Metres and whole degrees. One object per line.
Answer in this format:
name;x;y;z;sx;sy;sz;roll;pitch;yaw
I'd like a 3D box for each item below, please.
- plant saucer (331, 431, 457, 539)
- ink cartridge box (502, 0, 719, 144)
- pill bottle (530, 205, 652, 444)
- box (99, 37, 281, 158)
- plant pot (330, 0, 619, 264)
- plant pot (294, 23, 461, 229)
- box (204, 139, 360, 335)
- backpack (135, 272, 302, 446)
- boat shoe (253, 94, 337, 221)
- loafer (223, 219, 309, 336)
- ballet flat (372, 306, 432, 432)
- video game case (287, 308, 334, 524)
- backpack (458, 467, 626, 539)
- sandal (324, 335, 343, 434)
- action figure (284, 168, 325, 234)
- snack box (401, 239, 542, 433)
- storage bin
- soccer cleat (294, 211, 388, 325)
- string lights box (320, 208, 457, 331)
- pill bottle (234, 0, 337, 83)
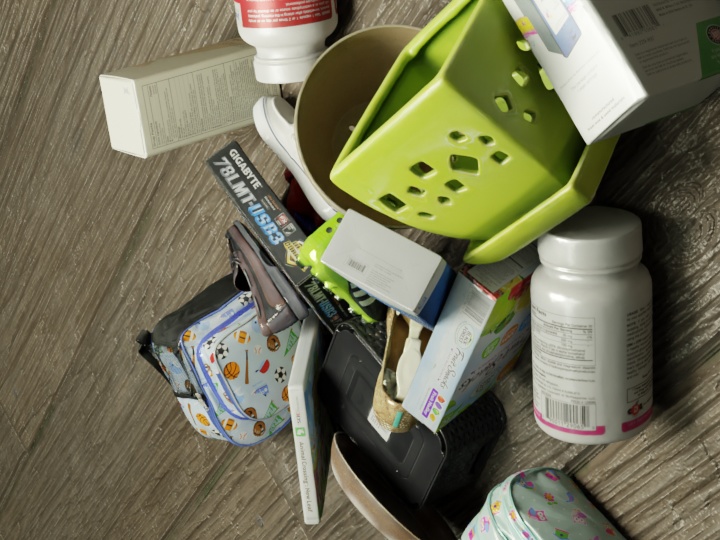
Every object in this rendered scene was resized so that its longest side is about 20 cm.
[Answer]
plant saucer;0.034;0.263;1.661;0.032;0.200;0.200;-46;62;8
ink cartridge box;0.209;-0.223;1.218;0.201;0.145;0.087;61;145;10
pill bottle;0.215;0.049;1.369;0.113;0.113;0.201;20;121;47
box;-0.195;-0.204;1.712;0.078;0.199;0.096;17;120;48
plant pot;0.121;-0.133;1.318;0.181;0.201;0.199;37;144;-12
plant pot;0.025;-0.135;1.490;0.134;0.199;0.201;155;94;-80
box;-0.085;-0.030;1.696;0.200;0.050;0.199;52;178;25
backpack;-0.149;0.119;1.837;0.154;0.200;0.191;17;132;49
boat shoe;-0.050;-0.139;1.677;0.065;0.073;0.200;-50;64;27
loafer;-0.129;0.008;1.765;0.072;0.063;0.200;55;176;-41
ballet flat;0.059;0.072;1.554;0.065;0.070;0.201;111;168;-65
video game case;-0.056;0.169;1.745;0.200;0.022;0.183;-80;-14;-65
backpack;0.199;0.303;1.496;0.200;0.166;0.127;51;121;29
sandal;-0.016;0.177;1.793;0.076;0.043;0.201;-3;104;53
action figure;-0.033;-0.051;1.704;0.200;0.051;0.066;51;136;28
snack box;0.127;0.053;1.460;0.053;0.142;0.201;40;135;20
storage bin;0.053;0.149;1.649;0.200;0.093;0.136;49;139;28
soccer cleat;0.000;0.000;1.553;0.067;0.081;0.200;42;179;27
string lights box;0.040;0.007;1.420;0.102;0.200;0.059;29;88;15
pill bottle;-0.083;-0.310;1.590;0.112;0.112;0.201;16;118;48
